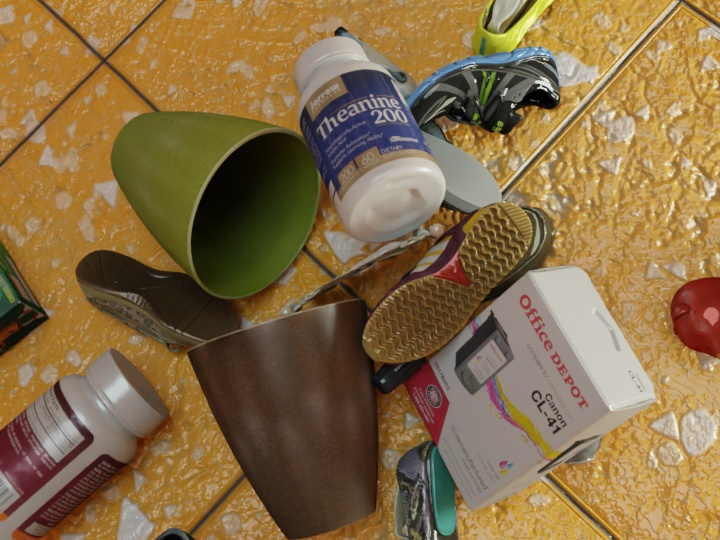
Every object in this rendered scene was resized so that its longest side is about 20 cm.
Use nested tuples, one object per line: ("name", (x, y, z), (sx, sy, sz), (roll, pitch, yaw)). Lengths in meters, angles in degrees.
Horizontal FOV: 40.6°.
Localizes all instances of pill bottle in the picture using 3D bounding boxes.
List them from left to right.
("pill bottle", (-0.307, 0.182, 1.015), (0.199, 0.114, 0.114), (-40, 70, -4))
("pill bottle", (0.001, -0.138, 0.981), (0.110, 0.111, 0.202), (-25, 59, 2))

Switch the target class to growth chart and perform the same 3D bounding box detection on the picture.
("growth chart", (0.000, 0.000, 0.998), (0.198, 0.145, 0.018), (-29, 89, 9))

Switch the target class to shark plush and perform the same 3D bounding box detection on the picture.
("shark plush", (0.024, -0.196, 1.119), (0.199, 0.091, 0.084), (35, 101, -2))

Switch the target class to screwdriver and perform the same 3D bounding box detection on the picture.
("screwdriver", (0.088, 0.051, 0.959), (0.199, 0.028, 0.029), (-39, 50, -17))

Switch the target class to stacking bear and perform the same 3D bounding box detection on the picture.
("stacking bear", (0.400, 0.024, 0.941), (0.197, 0.121, 0.115), (-21, 72, 11))

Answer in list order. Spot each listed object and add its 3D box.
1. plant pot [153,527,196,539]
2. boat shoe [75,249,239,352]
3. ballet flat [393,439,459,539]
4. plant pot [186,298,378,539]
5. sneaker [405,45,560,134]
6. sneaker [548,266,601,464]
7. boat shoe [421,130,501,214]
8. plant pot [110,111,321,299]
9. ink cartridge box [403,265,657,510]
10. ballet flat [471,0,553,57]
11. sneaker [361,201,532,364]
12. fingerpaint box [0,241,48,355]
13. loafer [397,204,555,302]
("plant pot", (-0.166, 0.382, 0.892), (0.199, 0.178, 0.201), (-38, 69, -2))
("boat shoe", (-0.222, 0.040, 1.079), (0.198, 0.063, 0.074), (25, 53, 14))
("ballet flat", (0.066, 0.272, 0.951), (0.071, 0.072, 0.203), (-8, 71, 8))
("plant pot", (-0.055, 0.151, 0.959), (0.184, 0.187, 0.203), (-17, 84, 5))
("sneaker", (0.133, -0.186, 1.055), (0.197, 0.071, 0.084), (-17, 81, -16))
("sneaker", (0.198, 0.091, 0.970), (0.077, 0.077, 0.203), (-10, 73, 5))
("boat shoe", (0.066, -0.107, 1.065), (0.199, 0.064, 0.070), (36, 47, 24))
("plant pot", (-0.176, -0.097, 1.058), (0.199, 0.187, 0.188), (29, 79, 33))
("ink cartridge box", (0.152, 0.111, 0.913), (0.200, 0.085, 0.149), (-48, 61, 39))
("ballet flat", (0.191, -0.326, 1.106), (0.066, 0.067, 0.201), (31, 80, 19))
("sneaker", (0.081, 0.015, 0.941), (0.199, 0.090, 0.075), (-40, 94, -3))
("fingerpaint box", (-0.486, 0.022, 1.119), (0.166, 0.073, 0.201), (-37, 70, -3))
("loafer", (0.118, -0.003, 1.018), (0.199, 0.068, 0.076), (-36, 70, -2))
